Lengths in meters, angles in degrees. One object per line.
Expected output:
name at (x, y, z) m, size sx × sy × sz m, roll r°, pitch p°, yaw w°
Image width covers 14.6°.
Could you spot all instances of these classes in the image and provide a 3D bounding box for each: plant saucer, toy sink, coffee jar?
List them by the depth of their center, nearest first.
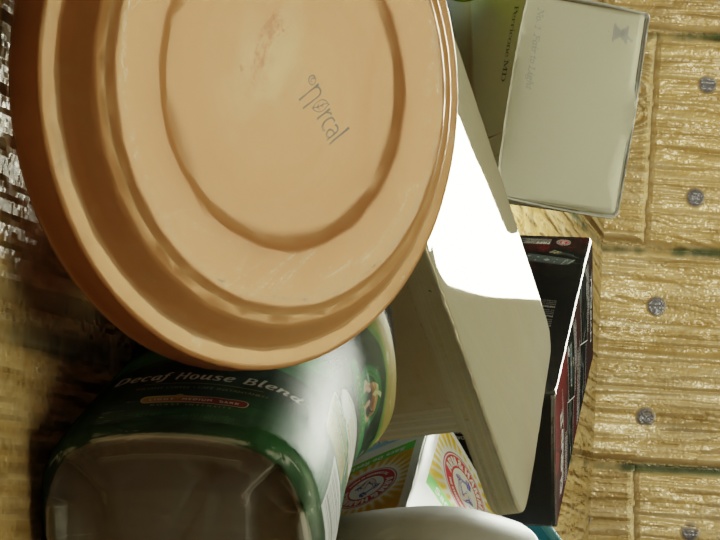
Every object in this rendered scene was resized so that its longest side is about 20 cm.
plant saucer at (-0.035, -0.065, 0.983) m, size 0.199 × 0.032 × 0.202 m, roll -1°, pitch 92°, yaw -44°
coffee jar at (-0.047, 0.058, 1.060) m, size 0.200 × 0.103 × 0.086 m, roll -65°, pitch 154°, yaw -67°
toy sink at (0.000, 0.000, 1.220) m, size 0.131 × 0.111 × 0.201 m, roll -76°, pitch 151°, yaw -50°

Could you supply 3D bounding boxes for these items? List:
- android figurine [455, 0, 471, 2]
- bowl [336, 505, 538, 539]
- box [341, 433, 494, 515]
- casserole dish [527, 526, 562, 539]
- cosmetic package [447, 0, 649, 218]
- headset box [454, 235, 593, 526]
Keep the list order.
android figurine at (0.013, -0.217, 1.336) m, size 0.200 × 0.041 × 0.183 m, roll 6°, pitch 62°, yaw -65°
bowl at (-0.025, 0.187, 1.081) m, size 0.074 × 0.199 × 0.201 m, roll 24°, pitch 61°, yaw -35°
box at (0.029, 0.183, 1.292) m, size 0.201 × 0.112 × 0.101 m, roll 59°, pitch 21°, yaw -17°
casserole dish at (0.053, 0.175, 1.509) m, size 0.200 × 0.121 × 0.039 m, roll 53°, pitch -10°, yaw -4°
cosmetic package at (0.060, -0.087, 1.420) m, size 0.200 × 0.073 × 0.104 m, roll 9°, pitch -90°, yaw 65°
headset box at (0.034, 0.054, 1.402) m, size 0.200 × 0.148 × 0.078 m, roll -66°, pitch 155°, yaw -64°
